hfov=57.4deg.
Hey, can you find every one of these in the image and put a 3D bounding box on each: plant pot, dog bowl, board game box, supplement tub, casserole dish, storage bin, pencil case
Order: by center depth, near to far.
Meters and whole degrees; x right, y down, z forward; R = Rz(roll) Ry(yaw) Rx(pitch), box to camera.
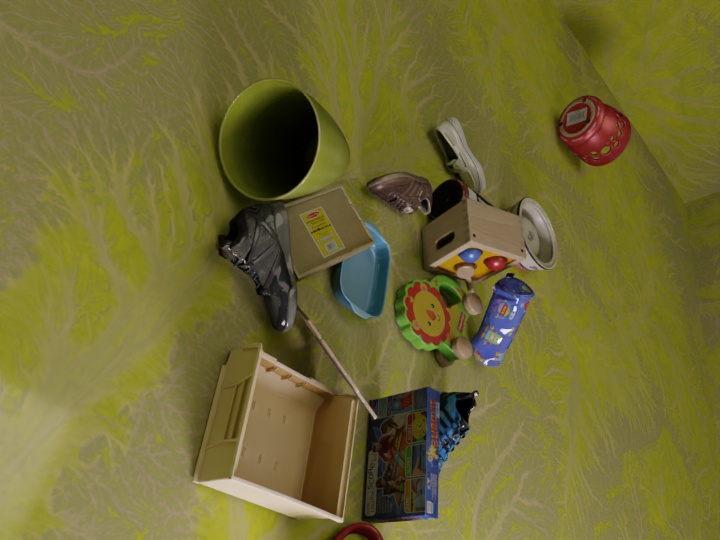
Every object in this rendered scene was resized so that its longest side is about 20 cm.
[{"bbox_3d":[-0.110,0.230,0.933,0.199,0.093,0.200,35,50,-35],"label":"storage bin"},{"bbox_3d":[0.067,0.302,1.074,0.034,0.135,0.202,29,53,-37],"label":"board game box"},{"bbox_3d":[-0.102,-0.202,1.098,0.200,0.186,0.189,-2,74,-65],"label":"plant pot"},{"bbox_3d":[0.000,0.000,1.212,0.121,0.039,0.202,36,48,-34],"label":"casserole dish"},{"bbox_3d":[0.298,0.107,1.403,0.086,0.202,0.078,20,28,6],"label":"pencil case"},{"bbox_3d":[0.254,-0.123,1.513,0.199,0.106,0.108,27,54,-39],"label":"supplement tub"},{"bbox_3d":[0.444,-0.089,1.748,0.199,0.073,0.202,24,57,-42],"label":"dog bowl"},{"bbox_3d":[0.786,-0.478,2.238,0.181,0.200,0.202,19,59,-35],"label":"plant pot"}]

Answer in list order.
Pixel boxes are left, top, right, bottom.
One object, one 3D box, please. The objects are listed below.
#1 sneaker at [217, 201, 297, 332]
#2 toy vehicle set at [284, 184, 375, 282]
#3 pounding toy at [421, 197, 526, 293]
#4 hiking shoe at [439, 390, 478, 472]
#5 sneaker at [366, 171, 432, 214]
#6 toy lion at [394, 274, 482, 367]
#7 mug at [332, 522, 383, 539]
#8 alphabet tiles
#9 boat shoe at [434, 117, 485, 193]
[{"bbox_3d":[-0.159,0.000,1.004,0.113,0.076,0.202,-11,98,-29],"label":"sneaker"},{"bbox_3d":[-0.073,-0.067,1.129,0.199,0.026,0.125,-26,84,-44],"label":"toy vehicle set"},{"bbox_3d":[0.239,-0.029,1.414,0.183,0.200,0.144,14,62,-29],"label":"pounding toy"},{"bbox_3d":[0.156,0.298,1.219,0.075,0.086,0.201,49,43,-22],"label":"hiking shoe"},{"bbox_3d":[0.093,-0.157,1.368,0.199,0.070,0.076,-5,78,-50],"label":"sneaker"},{"bbox_3d":[0.153,0.085,1.343,0.192,0.068,0.201,42,45,-19],"label":"toy lion"},{"bbox_3d":[-0.005,0.472,0.951,0.199,0.177,0.135,14,99,-41],"label":"mug"},{"bbox_3d":[-0.041,0.139,1.027,0.008,0.167,0.201,-36,105,-8],"label":"alphabet tiles"},{"bbox_3d":[0.235,-0.270,1.603,0.067,0.073,0.201,-32,100,-23],"label":"boat shoe"}]
